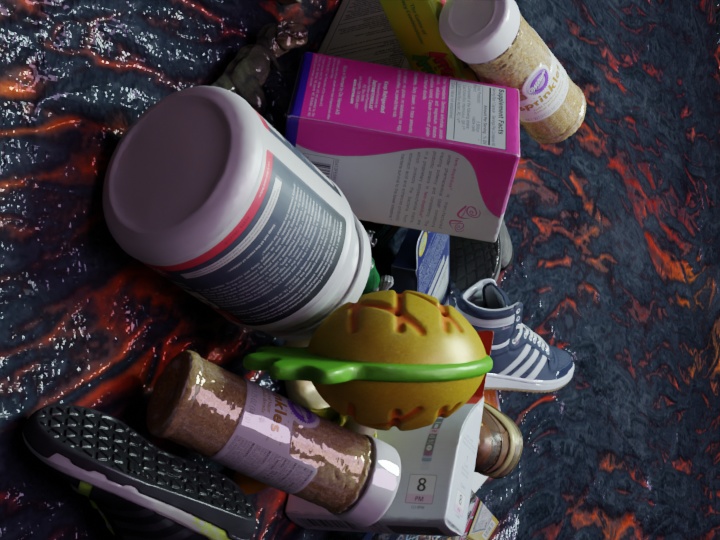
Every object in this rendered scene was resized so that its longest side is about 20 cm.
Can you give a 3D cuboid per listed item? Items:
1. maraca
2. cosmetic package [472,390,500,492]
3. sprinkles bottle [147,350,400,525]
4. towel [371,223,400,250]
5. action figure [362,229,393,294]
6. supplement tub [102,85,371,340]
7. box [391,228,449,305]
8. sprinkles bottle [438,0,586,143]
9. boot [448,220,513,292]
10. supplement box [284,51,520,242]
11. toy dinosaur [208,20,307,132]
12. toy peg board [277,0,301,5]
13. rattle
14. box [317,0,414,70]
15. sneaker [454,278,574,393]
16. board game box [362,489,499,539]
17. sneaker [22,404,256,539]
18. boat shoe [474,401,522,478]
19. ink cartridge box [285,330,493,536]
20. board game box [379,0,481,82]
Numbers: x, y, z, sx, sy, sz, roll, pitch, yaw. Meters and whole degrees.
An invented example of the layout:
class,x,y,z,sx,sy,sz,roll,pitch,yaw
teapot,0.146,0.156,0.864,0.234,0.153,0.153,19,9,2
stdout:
class,x,y,z,sx,sy,sz,roll,pitch,yaw
maraca,0.009,0.070,0.937,0.198,0.137,0.109,0,92,-31
cosmetic package,0.088,0.189,1.307,0.200,0.070,0.103,-33,114,-58
sprinkles bottle,-0.065,0.132,0.941,0.199,0.068,0.069,28,57,-25
towel,0.073,-0.127,1.279,0.022,0.147,0.201,31,49,-14
action figure,0.000,0.000,1.172,0.201,0.054,0.119,71,-3,-47
supplement tub,-0.090,-0.038,0.946,0.200,0.139,0.142,40,51,-52
box,0.065,0.008,1.275,0.122,0.032,0.202,-64,159,-44
sprinkles bottle,0.143,-0.186,1.111,0.200,0.068,0.069,33,56,-54
boot,0.147,-0.034,1.420,0.132,0.069,0.202,48,31,-47
supplement box,0.034,-0.108,1.070,0.104,0.197,0.102,-80,-178,-47
toy dinosaur,-0.097,-0.147,1.056,0.200,0.047,0.089,-52,123,-49
toy peg board,-0.076,-0.370,1.076,0.199,0.097,0.203,19,69,-59
rattle,-0.060,0.068,1.033,0.141,0.130,0.202,-9,113,-21
box,0.034,-0.194,1.215,0.109,0.127,0.201,58,39,-38
sneaker,0.171,0.071,1.332,0.198,0.070,0.110,3,112,-36
board game box,0.044,0.288,1.160,0.201,0.034,0.136,-54,137,-16
sneaker,-0.160,0.168,0.853,0.199,0.083,0.072,34,12,-31
boat shoe,0.067,0.130,1.169,0.067,0.199,0.073,19,99,-46
ink cartridge box,0.029,0.138,1.111,0.057,0.161,0.202,45,48,-50
board game box,0.087,-0.205,1.134,0.201,0.047,0.102,61,37,-35
